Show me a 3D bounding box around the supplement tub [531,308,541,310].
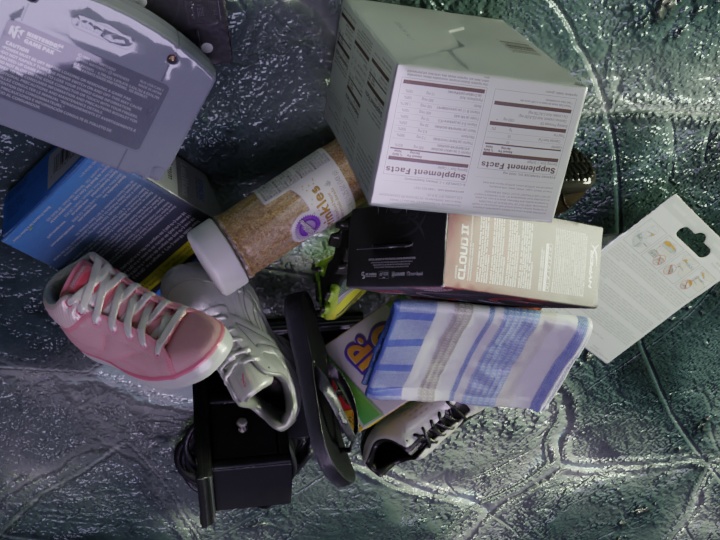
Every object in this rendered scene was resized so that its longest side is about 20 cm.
[{"bbox_3d":[0.115,0.055,1.166,0.105,0.108,0.201,16,130,-26],"label":"supplement tub"}]

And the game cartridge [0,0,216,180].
[{"bbox_3d":[-0.223,-0.160,0.860,0.197,0.041,0.134,21,123,-27],"label":"game cartridge"}]

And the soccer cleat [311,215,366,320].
[{"bbox_3d":[0.000,0.001,1.083,0.082,0.066,0.200,-5,159,-17],"label":"soccer cleat"}]

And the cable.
[{"bbox_3d":[-0.151,0.236,1.338,0.161,0.051,0.200,20,129,-29],"label":"cable"}]

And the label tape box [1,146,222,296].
[{"bbox_3d":[-0.216,-0.045,1.025,0.143,0.064,0.199,-36,133,24],"label":"label tape box"}]

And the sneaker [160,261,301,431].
[{"bbox_3d":[-0.116,0.075,1.037,0.078,0.100,0.200,-38,116,12],"label":"sneaker"}]

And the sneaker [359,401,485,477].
[{"bbox_3d":[0.080,0.156,1.134,0.199,0.081,0.074,-34,118,27],"label":"sneaker"}]

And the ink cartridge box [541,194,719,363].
[{"bbox_3d":[0.302,0.004,1.204,0.200,0.057,0.162,-44,128,19],"label":"ink cartridge box"}]

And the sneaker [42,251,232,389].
[{"bbox_3d":[-0.211,0.042,0.969,0.198,0.076,0.105,8,143,38],"label":"sneaker"}]

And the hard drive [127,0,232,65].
[{"bbox_3d":[-0.208,-0.222,0.864,0.196,0.038,0.141,-8,136,-4],"label":"hard drive"}]

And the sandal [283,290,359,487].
[{"bbox_3d":[-0.033,0.120,1.073,0.042,0.076,0.204,-12,97,10],"label":"sandal"}]

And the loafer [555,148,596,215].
[{"bbox_3d":[0.123,-0.071,1.002,0.196,0.074,0.072,0,135,-15],"label":"loafer"}]

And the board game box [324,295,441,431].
[{"bbox_3d":[0.046,0.078,1.098,0.199,0.096,0.030,-35,170,20],"label":"board game box"}]

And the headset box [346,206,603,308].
[{"bbox_3d":[0.091,-0.013,0.948,0.197,0.077,0.148,8,175,-34],"label":"headset box"}]

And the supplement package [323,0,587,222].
[{"bbox_3d":[0.068,-0.135,0.876,0.153,0.201,0.113,4,116,-15],"label":"supplement package"}]

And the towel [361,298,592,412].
[{"bbox_3d":[0.110,0.084,1.026,0.196,0.024,0.148,6,139,-12],"label":"towel"}]

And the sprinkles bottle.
[{"bbox_3d":[-0.061,-0.059,0.992,0.198,0.068,0.069,-34,137,-9],"label":"sprinkles bottle"}]

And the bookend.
[{"bbox_3d":[-0.083,0.156,1.162,0.195,0.202,0.093,-3,137,-7],"label":"bookend"}]
